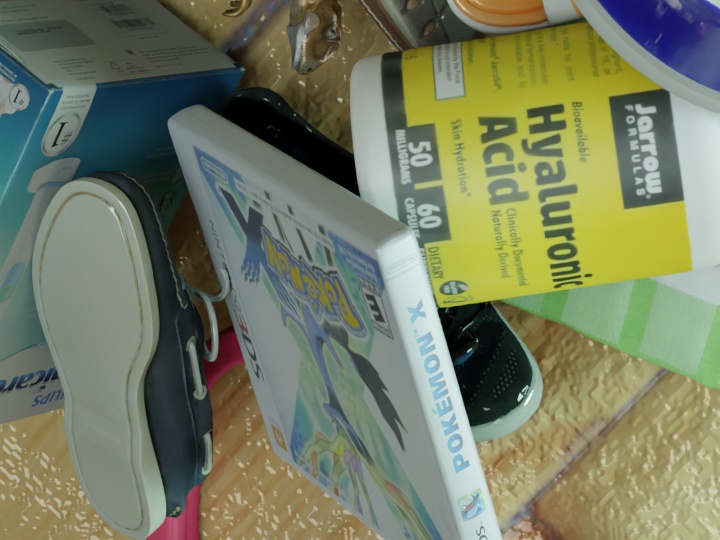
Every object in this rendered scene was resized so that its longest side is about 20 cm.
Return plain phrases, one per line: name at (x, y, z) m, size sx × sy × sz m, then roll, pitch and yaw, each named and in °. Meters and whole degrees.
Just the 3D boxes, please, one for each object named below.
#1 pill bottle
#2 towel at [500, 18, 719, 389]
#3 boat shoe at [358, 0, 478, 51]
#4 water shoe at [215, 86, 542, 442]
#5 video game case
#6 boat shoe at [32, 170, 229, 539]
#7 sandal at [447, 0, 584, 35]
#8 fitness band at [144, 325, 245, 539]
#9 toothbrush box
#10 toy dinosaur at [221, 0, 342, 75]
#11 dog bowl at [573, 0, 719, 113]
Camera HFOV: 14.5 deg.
pill bottle at (0.100, -0.050, 1.195) m, size 0.198 × 0.111 × 0.112 m, roll -9°, pitch 104°, yaw 5°
towel at (0.144, -0.055, 1.270) m, size 0.148 × 0.031 × 0.201 m, roll 23°, pitch 115°, yaw 14°
boat shoe at (-0.008, -0.183, 1.265) m, size 0.072 × 0.076 × 0.201 m, roll -5°, pitch 117°, yaw 53°
water shoe at (0.000, 0.000, 1.286) m, size 0.200 × 0.079 × 0.072 m, roll 42°, pitch 78°, yaw 12°
video game case at (-0.010, 0.035, 1.222) m, size 0.200 × 0.022 × 0.183 m, roll 32°, pitch 144°, yaw 56°
boat shoe at (-0.099, 0.033, 1.292) m, size 0.075 × 0.062 × 0.201 m, roll 22°, pitch 134°, yaw 35°
sandal at (0.129, -0.159, 1.188) m, size 0.205 × 0.059 × 0.080 m, roll -18°, pitch 98°, yaw 5°
fitness band at (-0.033, 0.117, 1.380) m, size 0.143 × 0.037 × 0.201 m, roll 10°, pitch 110°, yaw 14°
toothbrush box at (-0.161, -0.027, 1.311) m, size 0.085 × 0.146 × 0.201 m, roll 37°, pitch 116°, yaw 23°
toy dinosaur at (-0.053, -0.175, 1.217) m, size 0.105 × 0.061 × 0.201 m, roll -8°, pitch 134°, yaw 6°
dog bowl at (0.173, -0.165, 1.130) m, size 0.199 × 0.079 × 0.202 m, roll 3°, pitch 72°, yaw -9°
